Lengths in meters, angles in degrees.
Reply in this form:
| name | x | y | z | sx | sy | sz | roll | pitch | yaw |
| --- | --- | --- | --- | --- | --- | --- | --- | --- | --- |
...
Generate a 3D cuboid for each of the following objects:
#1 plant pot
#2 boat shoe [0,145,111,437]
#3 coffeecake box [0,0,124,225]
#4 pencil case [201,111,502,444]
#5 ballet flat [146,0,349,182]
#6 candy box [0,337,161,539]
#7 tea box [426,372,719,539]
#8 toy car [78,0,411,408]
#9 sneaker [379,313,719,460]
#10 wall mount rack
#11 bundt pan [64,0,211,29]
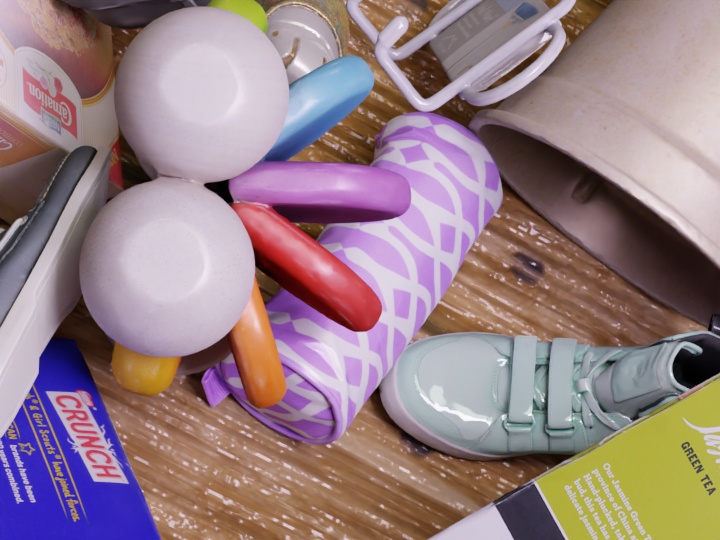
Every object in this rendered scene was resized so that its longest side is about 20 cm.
| name | x | y | z | sx | sy | sz | roll | pitch | yaw |
| --- | --- | --- | --- | --- | --- | --- | --- | --- | --- |
| plant pot | 0.192 | -0.092 | 1.486 | 0.200 | 0.200 | 0.184 | 37 | 83 | 0 |
| boat shoe | -0.170 | 0.001 | 1.325 | 0.061 | 0.073 | 0.201 | 15 | 42 | 7 |
| coffeecake box | -0.196 | -0.147 | 1.425 | 0.073 | 0.153 | 0.201 | -16 | 65 | 21 |
| pencil case | 0.000 | 0.000 | 1.474 | 0.085 | 0.084 | 0.200 | 16 | 52 | 27 |
| ballet flat | -0.053 | -0.088 | 1.490 | 0.070 | 0.071 | 0.201 | 33 | 66 | -3 |
| candy box | -0.210 | 0.104 | 1.292 | 0.199 | 0.077 | 0.169 | 4 | 34 | -28 |
| tea box | 0.144 | 0.159 | 1.343 | 0.196 | 0.200 | 0.134 | -28 | 76 | -1 |
| toy car | -0.052 | -0.031 | 1.345 | 0.149 | 0.175 | 0.202 | 11 | 85 | 0 |
| sneaker | 0.117 | 0.055 | 1.468 | 0.199 | 0.118 | 0.074 | 9 | 64 | -15 |
| wall mount rack | 0.078 | -0.169 | 1.507 | 0.173 | 0.200 | 0.075 | -37 | 109 | 5 |
| bundt pan | -0.130 | -0.215 | 1.429 | 0.075 | 0.202 | 0.203 | -15 | 64 | 20 |
